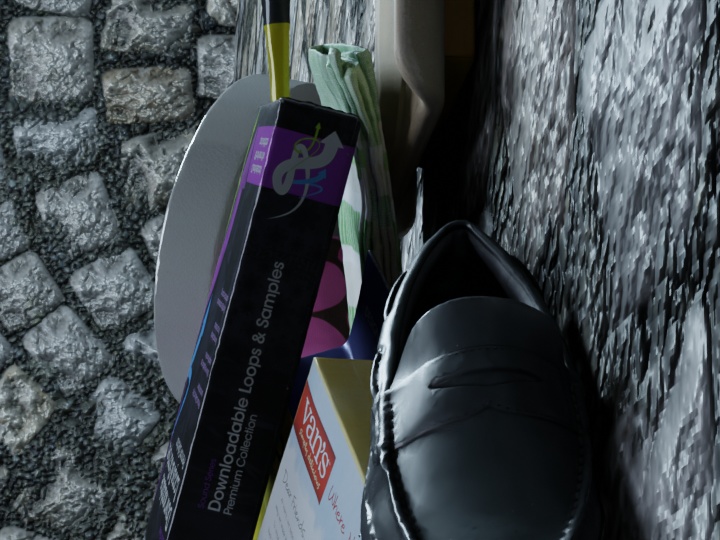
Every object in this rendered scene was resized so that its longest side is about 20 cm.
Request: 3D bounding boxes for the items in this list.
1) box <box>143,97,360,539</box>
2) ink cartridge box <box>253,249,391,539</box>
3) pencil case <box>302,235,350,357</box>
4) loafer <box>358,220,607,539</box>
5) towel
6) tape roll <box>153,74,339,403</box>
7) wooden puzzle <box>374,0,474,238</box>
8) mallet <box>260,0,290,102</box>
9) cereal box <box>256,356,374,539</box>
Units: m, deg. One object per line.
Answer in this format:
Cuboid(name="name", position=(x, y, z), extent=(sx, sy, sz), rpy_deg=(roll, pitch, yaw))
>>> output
Cuboid(name="box", position=(-0.047, 0.035, 0.826), extent=(0.143, 0.036, 0.202), rpy_deg=(-156, 79, -83))
Cuboid(name="ink cartridge box", position=(-0.001, 0.129, 0.831), extent=(0.198, 0.047, 0.201), rpy_deg=(-115, 26, -55))
Cuboid(name="pencil case", position=(-0.034, 0.069, 1.091), extent=(0.201, 0.093, 0.091), rpy_deg=(-92, 10, -47))
Cuboid(name="loafer", position=(0.031, 0.043, 0.609), extent=(0.201, 0.067, 0.071), rpy_deg=(-93, -1, -70))
Cuboid(name="towel", position=(0.000, 0.000, 0.949), extent=(0.153, 0.023, 0.202), rpy_deg=(-136, 37, -81))
Cuboid(name="tape roll", position=(-0.058, -0.013, 1.229), extent=(0.203, 0.037, 0.205), rpy_deg=(11, -90, -70))
Cuboid(name="wooden puzzle", position=(0.027, -0.128, 0.933), extent=(0.200, 0.037, 0.187), rpy_deg=(97, 174, -73))
Cuboid(name="mallet", position=(-0.037, -0.100, 0.949), extent=(0.066, 0.041, 0.202), rpy_deg=(99, 169, -82))
Cuboid(name="cereal box", position=(-0.007, 0.150, 0.719), extent=(0.144, 0.039, 0.201), rpy_deg=(-114, 36, -51))
